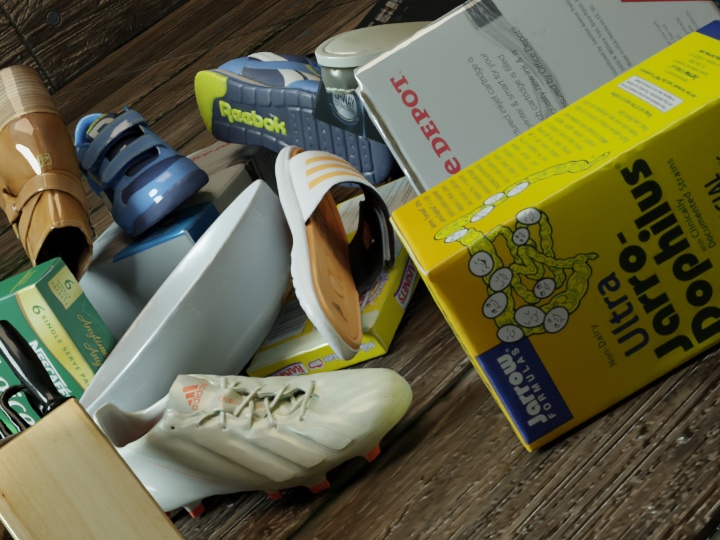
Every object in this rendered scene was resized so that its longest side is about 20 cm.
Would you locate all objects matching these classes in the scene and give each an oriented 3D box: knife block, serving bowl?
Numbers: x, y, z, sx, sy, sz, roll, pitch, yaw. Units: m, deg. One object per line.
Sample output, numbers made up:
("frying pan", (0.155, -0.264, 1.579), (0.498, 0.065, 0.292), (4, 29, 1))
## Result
("knife block", (-0.144, 0.109, 0.727), (0.064, 0.176, 0.200), (-37, 19, -14))
("serving bowl", (-0.104, 0.036, 0.992), (0.200, 0.066, 0.200), (-50, 10, 13))

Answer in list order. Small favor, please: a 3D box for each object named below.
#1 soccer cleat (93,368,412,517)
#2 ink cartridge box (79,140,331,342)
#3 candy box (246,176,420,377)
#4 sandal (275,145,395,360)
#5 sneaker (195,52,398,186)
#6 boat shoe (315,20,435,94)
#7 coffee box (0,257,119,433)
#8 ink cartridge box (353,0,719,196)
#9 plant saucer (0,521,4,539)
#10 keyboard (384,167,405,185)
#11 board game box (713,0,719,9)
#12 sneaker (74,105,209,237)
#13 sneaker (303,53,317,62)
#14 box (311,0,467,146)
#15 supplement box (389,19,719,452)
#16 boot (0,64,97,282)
("soccer cleat", (-0.065, 0.085, 0.821), (0.200, 0.078, 0.069), (-20, 21, 30))
("ink cartridge box", (-0.132, -0.029, 1.223), (0.145, 0.084, 0.200), (-20, 22, 33))
("candy box", (0.000, 0.000, 1.003), (0.102, 0.026, 0.200), (-18, 27, 31))
("sandal", (-0.006, -0.018, 0.925), (0.059, 0.079, 0.207), (-29, 32, 10))
("sneaker", (-0.038, -0.126, 1.160), (0.200, 0.074, 0.082), (26, 41, 36))
("boat shoe", (0.051, -0.133, 0.980), (0.072, 0.060, 0.201), (20, 27, 40))
("coffee box", (-0.268, 0.077, 1.104), (0.200, 0.123, 0.044), (-19, 20, 29))
("ink cartridge box", (0.116, -0.097, 0.875), (0.200, 0.145, 0.083), (-31, -9, 0))
("plant saucer", (-0.304, 0.214, 0.936), (0.200, 0.037, 0.200), (-29, 17, 10))
("keyboard", (0.062, -0.094, 1.157), (0.104, 0.040, 0.200), (-29, 29, 21))
("board game box", (0.194, -0.177, 0.976), (0.064, 0.148, 0.200), (-28, 15, -26))
("sneaker", (-0.181, -0.081, 1.169), (0.074, 0.082, 0.200), (-36, 20, -16))
("sneaker", (-0.017, -0.146, 1.325), (0.071, 0.099, 0.200), (-36, 20, -21))
("box", (0.070, -0.142, 1.101), (0.200, 0.160, 0.044), (-58, -13, -55))
("supplement box", (0.131, -0.021, 0.734), (0.200, 0.109, 0.110), (-31, 18, 2))
("boot", (-0.240, -0.044, 1.161), (0.077, 0.155, 0.200), (-13, -30, -20))
